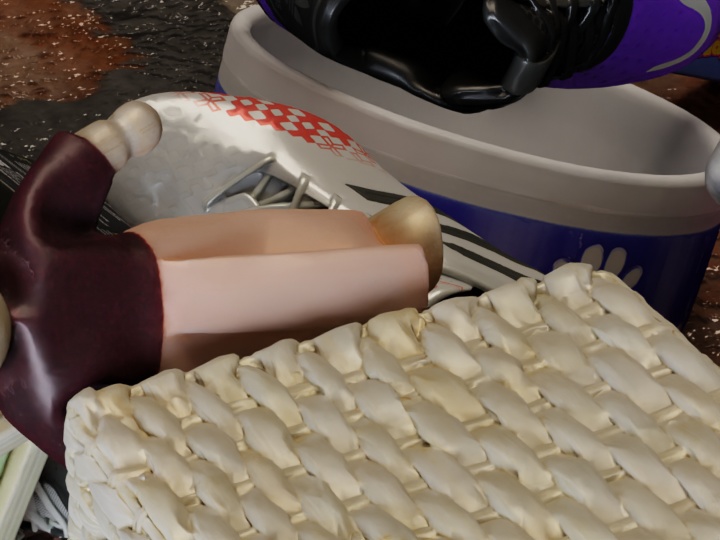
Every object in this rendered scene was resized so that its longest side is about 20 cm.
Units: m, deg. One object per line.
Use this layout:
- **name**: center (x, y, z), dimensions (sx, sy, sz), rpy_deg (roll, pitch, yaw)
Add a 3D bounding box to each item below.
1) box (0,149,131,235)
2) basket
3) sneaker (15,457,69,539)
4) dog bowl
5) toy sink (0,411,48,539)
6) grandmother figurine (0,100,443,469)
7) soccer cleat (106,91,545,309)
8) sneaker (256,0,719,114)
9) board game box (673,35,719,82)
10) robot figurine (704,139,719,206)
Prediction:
- **box**: center (-0.054, 0.024, 1.011), dimensions (0.160, 0.044, 0.200), rpy_deg (20, 10, -42)
- **basket**: center (0.034, 0.125, 0.799), dimensions (0.198, 0.161, 0.200), rpy_deg (-14, 34, -20)
- **sneaker**: center (-0.133, 0.068, 1.012), dimensions (0.088, 0.074, 0.200), rpy_deg (-34, 39, -20)
- **dog bowl**: center (0.038, -0.034, 1.086), dimensions (0.200, 0.079, 0.200), rpy_deg (14, 16, -4)
- **toy sink**: center (-0.189, 0.089, 0.902), dimensions (0.130, 0.200, 0.112), rpy_deg (-31, 70, -38)
- **grandmother figurine**: center (-0.067, 0.011, 0.838), dimensions (0.200, 0.121, 0.061), rpy_deg (-5, -10, -34)
- **soccer cleat**: center (0.000, 0.000, 0.950), dimensions (0.200, 0.069, 0.085), rpy_deg (30, 10, -1)
- **sneaker**: center (0.054, -0.089, 1.038), dimensions (0.200, 0.070, 0.100), rpy_deg (5, 27, -25)
- **board game box**: center (0.135, -0.154, 1.221), dimensions (0.045, 0.135, 0.200), rpy_deg (26, 14, 41)
- **robot figurine**: center (0.200, -0.018, 0.941), dimensions (0.170, 0.113, 0.200), rpy_deg (28, 51, 11)
